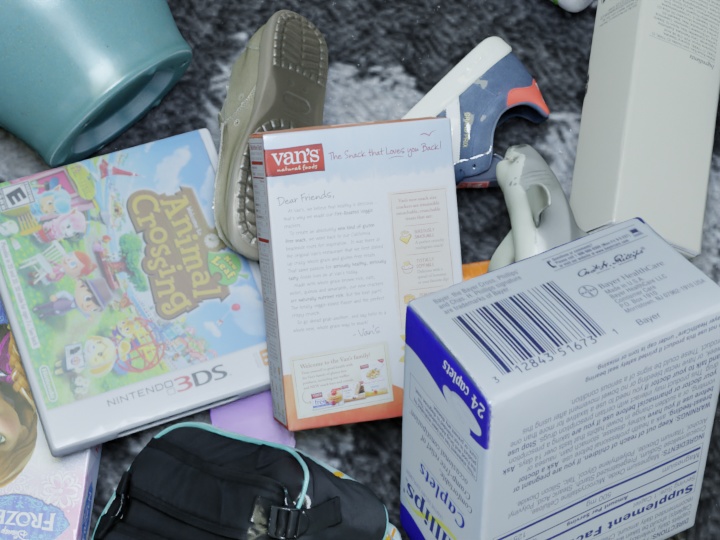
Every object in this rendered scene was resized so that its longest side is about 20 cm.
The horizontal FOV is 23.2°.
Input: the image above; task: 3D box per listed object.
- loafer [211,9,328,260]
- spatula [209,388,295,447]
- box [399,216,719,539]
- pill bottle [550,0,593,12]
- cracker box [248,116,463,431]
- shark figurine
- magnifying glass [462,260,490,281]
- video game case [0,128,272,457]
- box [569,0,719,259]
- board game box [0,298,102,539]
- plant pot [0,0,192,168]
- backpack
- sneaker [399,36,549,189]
[{"bbox_3d":[-0.068,-0.092,1.274,0.075,0.068,0.202,27,57,-27],"label":"loafer"},{"bbox_3d":[-0.094,0.040,1.264,0.056,0.021,0.202,-12,71,-7],"label":"spatula"},{"bbox_3d":[0.125,0.095,1.111,0.183,0.201,0.105,-19,42,-23],"label":"box"},{"bbox_3d":[0.108,-0.291,1.313,0.199,0.111,0.111,35,77,12],"label":"pill bottle"},{"bbox_3d":[0.000,0.000,1.203,0.133,0.058,0.202,-6,96,-14],"label":"cracker box"},{"bbox_3d":[0.135,0.019,1.188,0.089,0.128,0.217,5,86,-15],"label":"shark figurine"},{"bbox_3d":[0.024,0.016,1.269,0.198,0.022,0.080,-9,72,2],"label":"magnifying glass"},{"bbox_3d":[-0.160,0.011,1.238,0.180,0.022,0.202,-16,72,-17],"label":"video game case"},{"bbox_3d":[0.206,-0.108,1.260,0.082,0.068,0.202,19,71,-23],"label":"box"},{"bbox_3d":[-0.280,0.101,1.242,0.198,0.041,0.202,5,72,4],"label":"board game box"},{"bbox_3d":[-0.227,-0.185,1.262,0.200,0.200,0.188,-39,88,-9],"label":"plant pot"},{"bbox_3d":[-0.083,0.195,1.137,0.199,0.153,0.177,13,75,45],"label":"backpack"},{"bbox_3d":[0.055,-0.076,1.270,0.200,0.075,0.085,-43,89,-4],"label":"sneaker"}]
